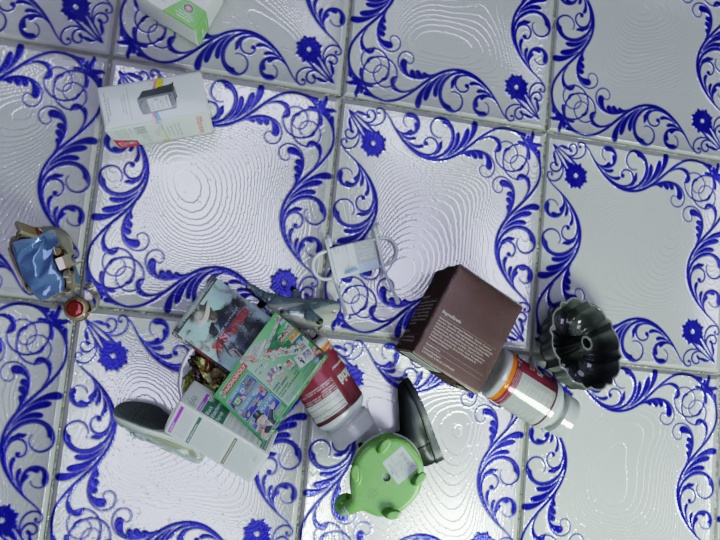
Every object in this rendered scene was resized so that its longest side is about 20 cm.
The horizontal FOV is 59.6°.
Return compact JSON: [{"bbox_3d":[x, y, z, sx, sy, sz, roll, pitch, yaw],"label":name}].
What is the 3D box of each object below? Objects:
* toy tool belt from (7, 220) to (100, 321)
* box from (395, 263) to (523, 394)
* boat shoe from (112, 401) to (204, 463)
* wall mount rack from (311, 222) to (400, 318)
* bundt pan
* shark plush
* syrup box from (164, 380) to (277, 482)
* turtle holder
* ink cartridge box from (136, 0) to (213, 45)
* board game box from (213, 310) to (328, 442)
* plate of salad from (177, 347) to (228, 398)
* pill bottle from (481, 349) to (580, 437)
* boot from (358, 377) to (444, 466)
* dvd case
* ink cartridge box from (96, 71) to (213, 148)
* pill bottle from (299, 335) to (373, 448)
[{"bbox_3d":[-0.588,0.005,1.191,0.123,0.123,0.204,-28,91,-11],"label":"toy tool belt"},{"bbox_3d":[0.199,0.121,1.301,0.162,0.166,0.203,31,82,-5],"label":"box"},{"bbox_3d":[-0.391,0.319,1.230,0.198,0.075,0.066,24,109,-15],"label":"boat shoe"},{"bbox_3d":[0.000,0.000,1.321,0.195,0.075,0.179,-14,88,-10],"label":"wall mount rack"},{"bbox_3d":[0.469,0.167,1.371,0.197,0.076,0.208,9,67,-23],"label":"bundt pan"},{"bbox_3d":[-0.144,0.073,1.314,0.195,0.092,0.085,14,60,8],"label":"shark plush"},{"bbox_3d":[-0.268,0.309,1.212,0.197,0.079,0.082,33,110,-5],"label":"syrup box"},{"bbox_3d":[0.041,0.404,1.209,0.138,0.132,0.190,21,87,0],"label":"turtle holder"},{"bbox_3d":[-0.352,-0.601,1.299,0.143,0.084,0.204,29,82,-7],"label":"ink cartridge box"},{"bbox_3d":[-0.171,0.201,1.202,0.134,0.029,0.202,37,88,15],"label":"board game box"},{"bbox_3d":[-0.271,0.224,1.270,0.194,0.048,0.206,1,86,-10],"label":"plate of salad"},{"bbox_3d":[0.364,0.267,1.348,0.197,0.109,0.111,32,81,-6],"label":"pill bottle"},{"bbox_3d":[0.072,0.348,1.314,0.159,0.073,0.203,-22,88,-5],"label":"boot"},{"bbox_3d":[-0.258,0.125,1.268,0.198,0.022,0.147,36,59,-5],"label":"dvd case"},{"bbox_3d":[-0.398,-0.313,1.238,0.195,0.147,0.088,-14,89,-12],"label":"ink cartridge box"},{"bbox_3d":[-0.064,0.246,1.271,0.113,0.114,0.203,-33,92,-11],"label":"pill bottle"}]
